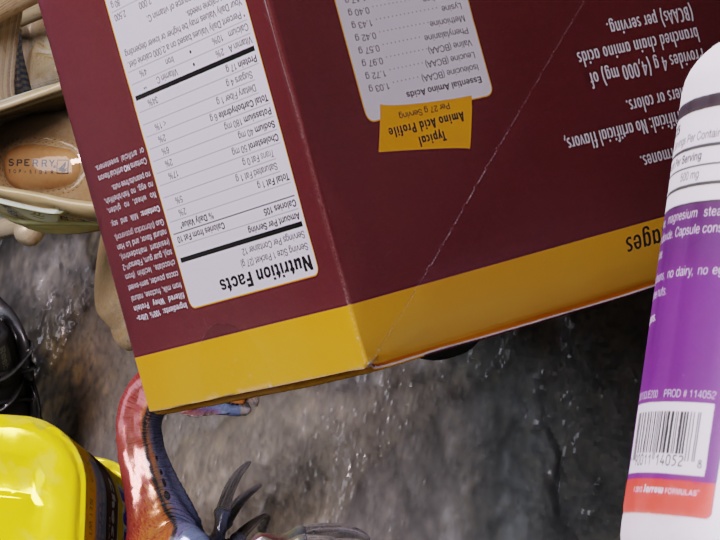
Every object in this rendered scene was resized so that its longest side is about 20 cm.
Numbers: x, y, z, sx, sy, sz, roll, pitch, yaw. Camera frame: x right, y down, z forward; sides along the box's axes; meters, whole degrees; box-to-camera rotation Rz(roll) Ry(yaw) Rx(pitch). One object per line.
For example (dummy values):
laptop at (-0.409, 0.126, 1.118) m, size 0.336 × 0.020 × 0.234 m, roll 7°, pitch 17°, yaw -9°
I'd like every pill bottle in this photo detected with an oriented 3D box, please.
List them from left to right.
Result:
pill bottle at (0.145, 0.002, 0.691) m, size 0.112 × 0.112 × 0.200 m, roll -2°, pitch 76°, yaw 56°

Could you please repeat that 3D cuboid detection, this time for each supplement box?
supplement box at (0.015, -0.075, 0.783) m, size 0.133 × 0.197 × 0.200 m, roll -14°, pitch 91°, yaw 54°

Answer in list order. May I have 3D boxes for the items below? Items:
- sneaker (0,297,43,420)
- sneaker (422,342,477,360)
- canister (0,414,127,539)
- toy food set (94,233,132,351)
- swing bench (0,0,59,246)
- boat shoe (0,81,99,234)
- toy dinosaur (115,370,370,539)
sneaker at (-0.194, 0.068, 1.154) m, size 0.091 × 0.076 × 0.200 m, roll -20°, pitch 98°, yaw 50°
sneaker at (0.000, 0.000, 0.961) m, size 0.116 × 0.075 × 0.200 m, roll -62°, pitch 25°, yaw 29°
canister at (-0.145, 0.145, 1.005) m, size 0.200 × 0.086 × 0.149 m, roll 77°, pitch -163°, yaw -78°
toy food set at (-0.077, -0.059, 1.066) m, size 0.198 × 0.049 × 0.200 m, roll -148°, pitch 73°, yaw -76°
swing bench at (-0.193, -0.115, 1.216) m, size 0.200 × 0.130 × 0.199 m, roll -51°, pitch 22°, yaw -26°
boat shoe at (-0.094, -0.048, 0.946) m, size 0.200 × 0.063 × 0.073 m, roll -9°, pitch 77°, yaw 36°
toy dinosaur at (-0.066, 0.132, 0.931) m, size 0.105 × 0.200 × 0.182 m, roll -26°, pitch 94°, yaw 43°
